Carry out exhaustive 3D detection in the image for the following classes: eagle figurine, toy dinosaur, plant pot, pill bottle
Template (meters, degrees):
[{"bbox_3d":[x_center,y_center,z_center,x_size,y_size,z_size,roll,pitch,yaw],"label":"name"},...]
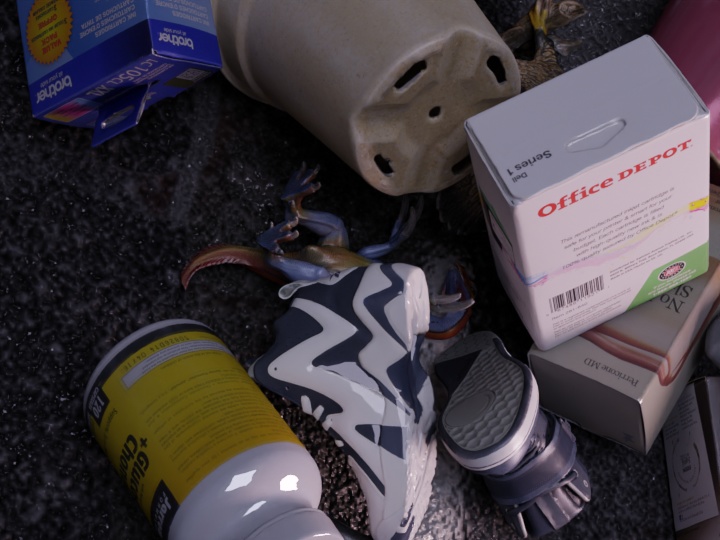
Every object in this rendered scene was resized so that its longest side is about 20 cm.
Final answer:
[{"bbox_3d":[0.129,-0.127,1.136,0.149,0.152,0.201,-5,47,6],"label":"eagle figurine"},{"bbox_3d":[0.000,0.000,1.116,0.182,0.199,0.106,46,42,-36],"label":"toy dinosaur"},{"bbox_3d":[0.311,-0.161,1.196,0.200,0.200,0.179,43,83,-2],"label":"plant pot"},{"bbox_3d":[0.013,-0.157,1.045,0.199,0.202,0.184,-17,46,-21],"label":"plant pot"},{"bbox_3d":[-0.095,0.133,0.969,0.111,0.113,0.200,-25,51,-22],"label":"pill bottle"}]

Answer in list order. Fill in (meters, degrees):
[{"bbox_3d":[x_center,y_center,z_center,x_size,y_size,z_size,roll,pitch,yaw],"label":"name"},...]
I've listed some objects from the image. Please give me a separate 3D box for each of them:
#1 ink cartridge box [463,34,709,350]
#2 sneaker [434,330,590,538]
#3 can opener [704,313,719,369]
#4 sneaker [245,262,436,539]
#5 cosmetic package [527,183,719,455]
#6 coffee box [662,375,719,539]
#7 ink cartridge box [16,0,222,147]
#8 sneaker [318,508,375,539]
[{"bbox_3d":[0.164,-0.050,1.025,0.144,0.200,0.084,-25,57,-3],"label":"ink cartridge box"},{"bbox_3d":[0.116,0.136,1.039,0.076,0.202,0.147,-27,102,8],"label":"sneaker"},{"bbox_3d":[0.331,0.033,1.159,0.066,0.053,0.200,45,33,8],"label":"can opener"},{"bbox_3d":[-0.018,0.095,1.028,0.128,0.079,0.201,1,103,19],"label":"sneaker"},{"bbox_3d":[0.223,0.027,1.138,0.103,0.087,0.201,22,64,26],"label":"cosmetic package"},{"bbox_3d":[0.311,0.187,1.143,0.112,0.080,0.202,-1,75,-18],"label":"coffee box"},{"bbox_3d":[-0.179,-0.190,1.057,0.076,0.136,0.202,2,72,-52],"label":"ink cartridge box"},{"bbox_3d":[-0.057,0.207,1.033,0.198,0.070,0.078,14,55,-12],"label":"sneaker"}]
